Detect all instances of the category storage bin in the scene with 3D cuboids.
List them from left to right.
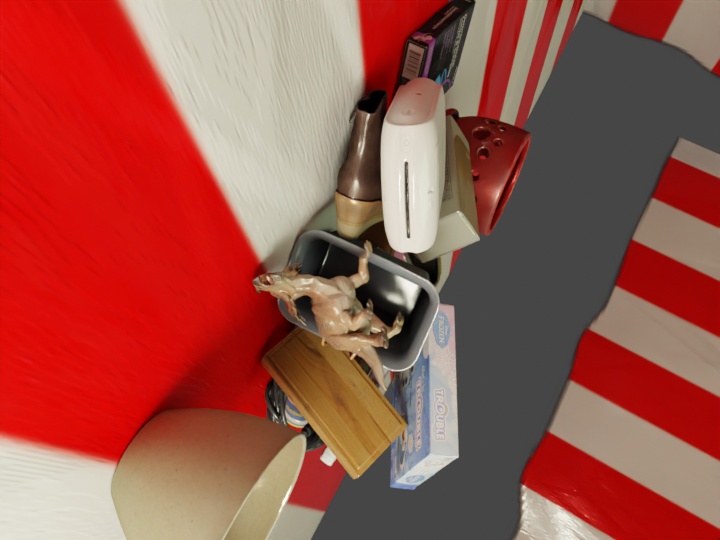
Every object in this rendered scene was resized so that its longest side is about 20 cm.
[{"bbox_3d":[0.004,0.032,0.874,0.134,0.196,0.149,-49,163,-73],"label":"storage bin"}]

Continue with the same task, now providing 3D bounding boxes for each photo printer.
[{"bbox_3d":[0.067,-0.129,0.802,0.201,0.067,0.171,-71,160,-59],"label":"photo printer"}]

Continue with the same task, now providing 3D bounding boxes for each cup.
[{"bbox_3d":[-0.163,0.222,0.655,0.203,0.141,0.202,-57,165,-25],"label":"cup"}]

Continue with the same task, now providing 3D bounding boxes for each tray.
[{"bbox_3d":[-0.035,0.167,0.881,0.098,0.201,0.037,-37,172,-25],"label":"tray"}]

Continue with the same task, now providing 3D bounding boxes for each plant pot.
[{"bbox_3d":[0.203,-0.196,1.220,0.203,0.179,0.202,-57,166,-23],"label":"plant pot"}]

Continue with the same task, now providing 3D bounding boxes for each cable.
[{"bbox_3d":[-0.077,0.197,1.013,0.201,0.050,0.166,-53,137,-36],"label":"cable"}]

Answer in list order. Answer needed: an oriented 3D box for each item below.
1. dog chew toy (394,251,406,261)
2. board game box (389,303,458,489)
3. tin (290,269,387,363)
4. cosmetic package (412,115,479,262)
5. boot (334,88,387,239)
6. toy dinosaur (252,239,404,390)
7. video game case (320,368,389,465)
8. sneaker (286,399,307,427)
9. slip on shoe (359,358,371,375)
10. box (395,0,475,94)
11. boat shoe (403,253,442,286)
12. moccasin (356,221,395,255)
[{"bbox_3d":[0.097,-0.089,1.158,0.124,0.122,0.205,-37,143,-61],"label":"dog chew toy"},{"bbox_3d":[0.085,0.182,0.912,0.200,0.042,0.205,114,-19,-59],"label":"board game box"},{"bbox_3d":[-0.032,0.077,0.953,0.203,0.110,0.042,-61,179,-14],"label":"tin"},{"bbox_3d":[0.115,-0.125,0.979,0.071,0.103,0.204,42,38,-41],"label":"cosmetic package"},{"bbox_3d":[0.022,-0.149,0.847,0.201,0.070,0.170,-58,162,-61],"label":"boot"},{"bbox_3d":[-0.031,0.054,0.777,0.203,0.132,0.087,62,27,-27],"label":"toy dinosaur"},{"bbox_3d":[-0.003,0.211,1.015,0.184,0.023,0.200,-58,175,-10],"label":"video game case"},{"bbox_3d":[-0.062,0.175,1.116,0.201,0.072,0.084,-53,161,-43],"label":"sneaker"},{"bbox_3d":[0.005,0.124,1.012,0.203,0.072,0.062,-60,147,-27],"label":"slip on shoe"},{"bbox_3d":[0.107,-0.306,0.965,0.201,0.035,0.145,-54,163,-42],"label":"box"},{"bbox_3d":[0.091,-0.069,1.072,0.060,0.070,0.207,-134,-154,-74],"label":"boat shoe"},{"bbox_3d":[-0.001,-0.001,1.046,0.204,0.073,0.078,-56,175,6],"label":"moccasin"}]
